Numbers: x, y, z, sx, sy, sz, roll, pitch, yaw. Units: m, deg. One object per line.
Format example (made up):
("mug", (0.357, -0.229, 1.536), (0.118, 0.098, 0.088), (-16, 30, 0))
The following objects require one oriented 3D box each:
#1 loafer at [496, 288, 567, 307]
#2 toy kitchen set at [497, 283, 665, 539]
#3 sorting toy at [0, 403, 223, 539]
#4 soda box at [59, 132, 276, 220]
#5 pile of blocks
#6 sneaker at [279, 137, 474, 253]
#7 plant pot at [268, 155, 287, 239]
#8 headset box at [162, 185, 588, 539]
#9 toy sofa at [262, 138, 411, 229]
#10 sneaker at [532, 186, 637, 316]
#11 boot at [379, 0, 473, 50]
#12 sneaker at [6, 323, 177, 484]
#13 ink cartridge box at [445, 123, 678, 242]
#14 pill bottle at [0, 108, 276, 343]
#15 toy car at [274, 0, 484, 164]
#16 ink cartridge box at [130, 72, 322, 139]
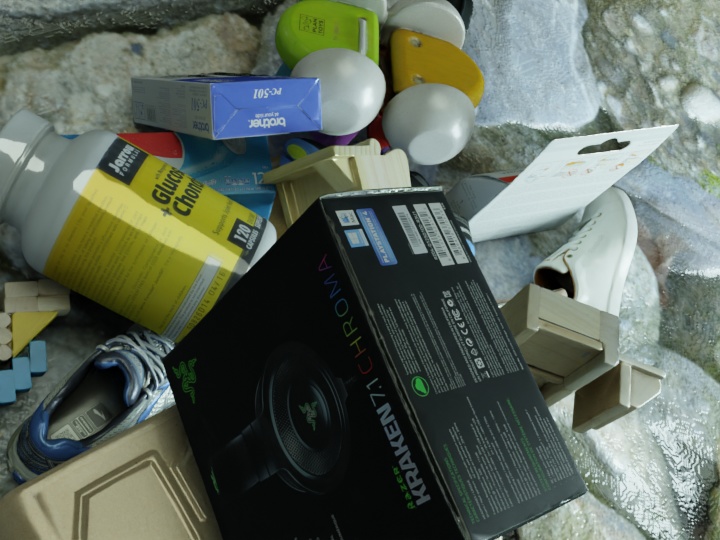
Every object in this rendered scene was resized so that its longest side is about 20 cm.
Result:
("loafer", (0.103, 0.041, 0.830), (0.198, 0.072, 0.063), (5, 87, -21))
("toy kitchen set", (0.147, 0.149, 0.722), (0.162, 0.200, 0.182), (19, 57, -13))
("sorting toy", (-0.089, 0.173, 0.550), (0.199, 0.037, 0.186), (-27, 76, -30))
("soda box", (-0.175, -0.071, 0.759), (0.198, 0.068, 0.065), (-5, 65, -18))
("pile of blocks", (-0.280, 0.086, 0.648), (0.082, 0.062, 0.200), (49, 62, -6))
("sneaker", (0.015, -0.060, 0.835), (0.198, 0.071, 0.083), (27, 36, -7))
("plant pot", (-0.030, -0.030, 0.846), (0.198, 0.028, 0.202), (12, 58, -19))
("headset box", (-0.010, 0.082, 0.494), (0.092, 0.200, 0.175), (-8, 67, -42))
("toy sofa", (0.000, 0.000, 0.746), (0.097, 0.082, 0.202), (-12, 87, -52))
("sneaker", (0.225, -0.016, 0.928), (0.084, 0.073, 0.201), (26, 57, -13))
("boot", (0.024, -0.255, 0.969), (0.162, 0.073, 0.199), (27, 59, -10))
("sneaker", (-0.170, 0.083, 0.682), (0.077, 0.085, 0.200), (42, 53, 1))
("ink cartridge box", (0.176, -0.094, 0.870), (0.161, 0.200, 0.050), (-11, 68, -29))
("pill bottle", (-0.169, -0.030, 0.656), (0.199, 0.112, 0.113), (29, 55, -13))
("toy car", (0.006, -0.170, 0.843), (0.198, 0.150, 0.176), (15, 52, -20))
("ink cartridge box", (-0.119, -0.142, 0.770), (0.093, 0.200, 0.045), (-9, 106, -29))
